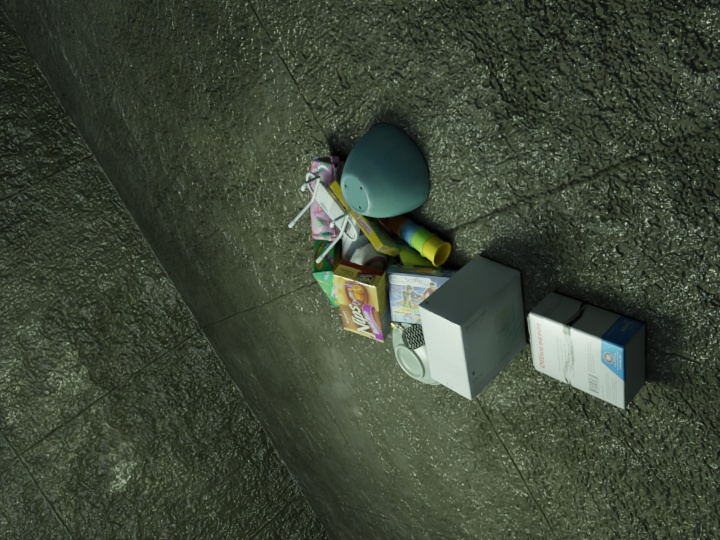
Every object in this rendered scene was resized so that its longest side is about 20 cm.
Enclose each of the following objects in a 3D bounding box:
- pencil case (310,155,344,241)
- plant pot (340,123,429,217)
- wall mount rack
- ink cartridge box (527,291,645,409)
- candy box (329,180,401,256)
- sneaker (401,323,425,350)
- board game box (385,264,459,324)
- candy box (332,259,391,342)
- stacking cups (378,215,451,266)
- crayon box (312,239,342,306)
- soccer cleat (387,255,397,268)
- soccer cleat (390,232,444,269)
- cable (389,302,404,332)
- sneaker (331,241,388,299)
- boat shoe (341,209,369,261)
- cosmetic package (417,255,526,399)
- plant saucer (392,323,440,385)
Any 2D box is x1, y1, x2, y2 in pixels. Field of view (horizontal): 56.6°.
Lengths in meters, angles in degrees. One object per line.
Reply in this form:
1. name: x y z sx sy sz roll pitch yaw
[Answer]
1. pencil case: -0.080 -0.177 1.636 0.087 0.086 0.206 14 105 50
2. plant pot: 0.034 -0.197 1.452 0.199 0.134 0.203 37 146 30
3. wall mount rack: -0.096 -0.122 1.571 0.201 0.074 0.175 52 151 15
4. ink cartridge box: 0.423 0.145 1.253 0.198 0.084 0.147 22 137 44
5. candy box: 0.011 -0.119 1.530 0.201 0.026 0.102 55 -165 23
6. sneaker: 0.196 0.132 1.618 0.197 0.093 0.072 -24 91 34
7. board game box: 0.160 0.061 1.517 0.195 0.035 0.138 6 123 23
8. candy box: 0.007 0.074 1.587 0.114 0.057 0.203 16 140 22
9. stacking cups: 0.120 -0.086 1.527 0.199 0.060 0.061 40 149 37
10. crayon box: -0.067 -0.001 1.759 0.057 0.121 0.201 -5 152 14
11. soccer cleat: 0.064 0.007 1.695 0.083 0.066 0.198 39 156 -26
12. soccer cleat: 0.129 -0.005 1.556 0.200 0.083 0.065 46 150 17
13. cable: 0.043 0.069 1.660 0.198 0.050 0.098 36 147 18
14. sneaker: 0.000 0.000 1.651 0.074 0.101 0.200 27 129 -28
15. boat shoe: -0.015 -0.105 1.689 0.066 0.072 0.203 49 135 37
16. cosmetic package: 0.238 0.115 1.390 0.122 0.198 0.203 22 138 44
17. plant saucer: 0.147 0.236 1.815 0.199 0.050 0.203 38 147 31
